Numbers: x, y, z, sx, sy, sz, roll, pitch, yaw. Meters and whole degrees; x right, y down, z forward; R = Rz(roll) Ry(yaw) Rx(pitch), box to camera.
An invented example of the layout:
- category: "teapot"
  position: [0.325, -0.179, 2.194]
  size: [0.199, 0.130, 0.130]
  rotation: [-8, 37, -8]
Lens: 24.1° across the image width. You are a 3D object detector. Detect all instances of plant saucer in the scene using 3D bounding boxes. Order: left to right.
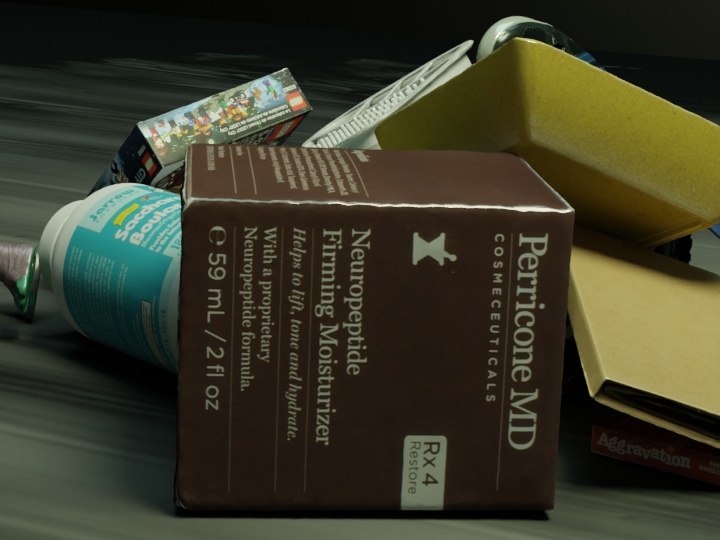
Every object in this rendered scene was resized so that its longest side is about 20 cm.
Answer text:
- category: "plant saucer"
  position: [0.129, -0.058, 1.058]
  size: [0.199, 0.049, 0.200]
  rotation: [22, -20, -20]

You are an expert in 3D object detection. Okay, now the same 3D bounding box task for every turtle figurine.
- category: "turtle figurine"
  position: [-0.322, -0.007, 1.154]
  size: [0.198, 0.101, 0.150]
  rotation: [7, 13, -5]

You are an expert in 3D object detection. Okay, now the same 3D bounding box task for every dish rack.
- category: "dish rack"
  position: [0.004, -0.100, 1.309]
  size: [0.171, 0.044, 0.200]
  rotation: [-27, 10, 35]

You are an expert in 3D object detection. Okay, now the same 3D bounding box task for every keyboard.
- category: "keyboard"
  position: [0.239, -0.004, 1.232]
  size: [0.039, 0.105, 0.200]
  rotation: [10, 13, 14]

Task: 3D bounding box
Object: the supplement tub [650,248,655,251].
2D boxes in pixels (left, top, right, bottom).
- category: "supplement tub"
  position: [0.127, -0.043, 1.303]
  size: [0.131, 0.133, 0.200]
  rotation: [-3, 15, -23]

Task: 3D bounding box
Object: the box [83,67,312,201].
- category: "box"
  position: [-0.135, -0.065, 1.240]
  size: [0.136, 0.038, 0.200]
  rotation: [-25, -11, -36]

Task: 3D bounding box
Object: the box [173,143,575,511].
- category: "box"
  position: [-0.001, 0.026, 0.917]
  size: [0.198, 0.167, 0.164]
  rotation: [1, 13, -5]

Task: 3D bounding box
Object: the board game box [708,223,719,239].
- category: "board game box"
  position: [0.293, -0.026, 1.209]
  size: [0.200, 0.035, 0.135]
  rotation: [46, 19, 23]

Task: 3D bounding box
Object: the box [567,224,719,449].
- category: "box"
  position: [0.196, 0.043, 0.989]
  size: [0.162, 0.021, 0.200]
  rotation: [19, 25, -11]

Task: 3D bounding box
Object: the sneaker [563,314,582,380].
- category: "sneaker"
  position: [0.105, 0.031, 1.102]
  size: [0.199, 0.076, 0.115]
  rotation: [7, 0, -34]

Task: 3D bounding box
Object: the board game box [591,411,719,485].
- category: "board game box"
  position: [0.230, 0.089, 1.022]
  size: [0.102, 0.020, 0.200]
  rotation: [11, 16, 32]

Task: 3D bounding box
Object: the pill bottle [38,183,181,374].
- category: "pill bottle"
  position: [-0.127, 0.005, 1.096]
  size: [0.110, 0.112, 0.199]
  rotation: [-10, 19, -43]

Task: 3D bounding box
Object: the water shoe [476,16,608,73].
- category: "water shoe"
  position: [0.179, -0.130, 1.302]
  size: [0.199, 0.072, 0.079]
  rotation: [32, -3, -26]

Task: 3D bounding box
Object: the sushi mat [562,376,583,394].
- category: "sushi mat"
  position: [0.052, 0.055, 1.137]
  size: [0.095, 0.012, 0.200]
  rotation: [-7, 17, -31]
